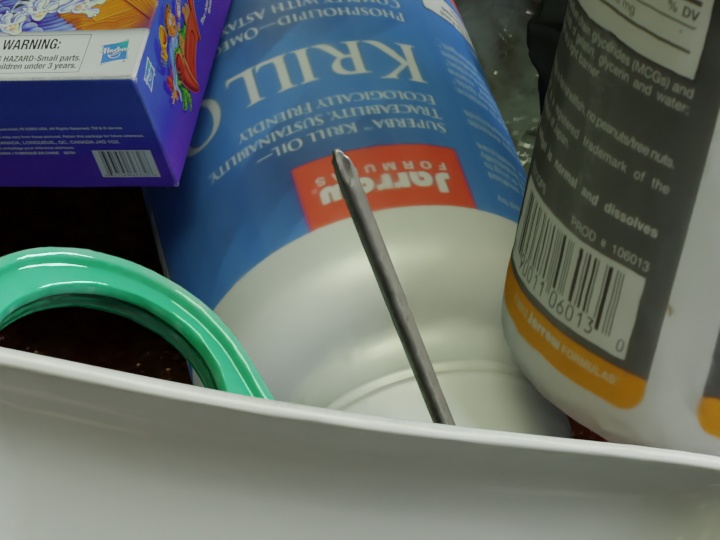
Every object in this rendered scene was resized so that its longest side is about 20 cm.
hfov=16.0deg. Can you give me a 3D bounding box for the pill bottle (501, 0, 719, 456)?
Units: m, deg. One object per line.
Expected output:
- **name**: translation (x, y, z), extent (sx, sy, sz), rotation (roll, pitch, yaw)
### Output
- **pill bottle**: translation (0.106, -0.059, 0.619), extent (0.116, 0.200, 0.116), rotation (9, 27, -5)

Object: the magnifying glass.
- **magnifying glass**: translation (-0.020, 0.065, 0.627), extent (0.200, 0.022, 0.080), rotation (39, 46, 7)

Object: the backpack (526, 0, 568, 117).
- **backpack**: translation (0.176, -0.041, 0.748), extent (0.200, 0.154, 0.163), rotation (17, 43, 42)

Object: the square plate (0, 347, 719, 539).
- **square plate**: translation (-0.018, 0.116, 0.592), extent (0.199, 0.199, 0.028), rotation (9, 21, 5)

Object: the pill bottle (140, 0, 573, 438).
- **pill bottle**: translation (0.000, 0.000, 0.743), extent (0.112, 0.112, 0.200), rotation (-15, 48, -5)

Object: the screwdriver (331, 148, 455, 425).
- **screwdriver**: translation (0.027, 0.049, 0.644), extent (0.028, 0.200, 0.029), rotation (-9, 29, 20)

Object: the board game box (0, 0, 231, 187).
- **board game box**: translation (-0.137, -0.088, 0.752), extent (0.200, 0.045, 0.135), rotation (0, 51, 16)
